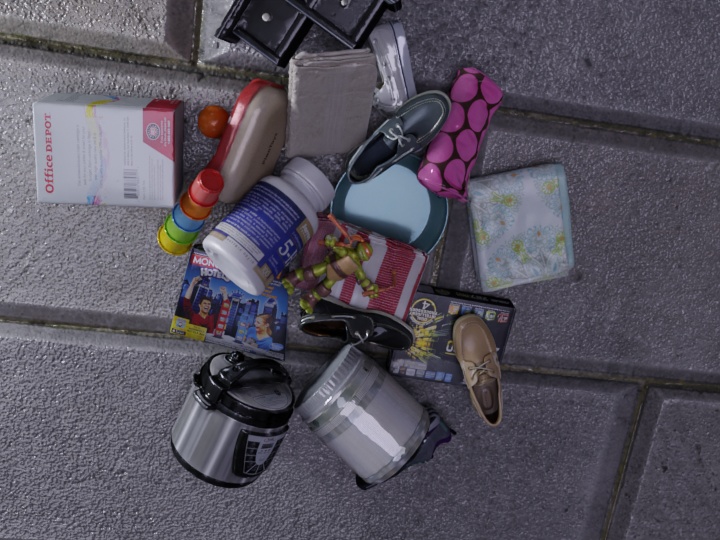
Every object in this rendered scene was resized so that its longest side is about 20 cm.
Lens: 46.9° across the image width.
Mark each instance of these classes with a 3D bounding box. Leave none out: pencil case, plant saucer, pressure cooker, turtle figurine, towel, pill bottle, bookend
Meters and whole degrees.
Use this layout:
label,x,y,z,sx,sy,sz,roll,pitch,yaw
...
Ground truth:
label,x,y,z,sx,sy,sz,roll,pitch,yaw
pencil case,0.161,-0.212,1.307,0.093,0.091,0.202,22,88,-9
plant saucer,0.046,-0.101,1.374,0.197,0.036,0.203,-2,108,-6
pressure cooker,-0.206,0.231,1.367,0.177,0.176,0.202,25,107,-10
turtle figurine,-0.044,-0.009,1.313,0.160,0.065,0.200,-30,136,14
towel,0.000,0.000,1.367,0.197,0.023,0.145,19,121,1
pill bottle,-0.134,-0.073,1.272,0.120,0.119,0.200,46,72,-18
towel,-0.047,-0.248,1.244,0.131,0.035,0.201,-7,146,-15
bookend,-0.075,-0.369,1.221,0.198,0.092,0.201,36,101,-2
towel,0.271,-0.071,1.407,0.169,0.048,0.203,-12,109,-4

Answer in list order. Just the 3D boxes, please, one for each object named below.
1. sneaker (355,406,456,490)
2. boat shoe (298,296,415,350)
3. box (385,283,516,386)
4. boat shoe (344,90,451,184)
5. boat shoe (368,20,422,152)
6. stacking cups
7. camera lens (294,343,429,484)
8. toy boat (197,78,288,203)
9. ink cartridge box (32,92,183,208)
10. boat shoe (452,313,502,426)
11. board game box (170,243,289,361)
label,x,y,z,sx,sy,sz,roll,pitch,yaw
sneaker,0.084,0.341,1.503,0.200,0.075,0.087,-43,118,10
boat shoe,-0.007,0.101,1.387,0.197,0.068,0.072,17,131,0
box,0.155,0.116,1.451,0.197,0.049,0.163,10,109,-9
boat shoe,0.055,-0.196,1.263,0.199,0.062,0.073,-33,108,25
boat shoe,0.042,-0.279,1.297,0.085,0.075,0.205,-13,106,-3
stacking cups,-0.255,-0.086,1.260,0.060,0.200,0.061,11,65,-25
camera lens,0.006,0.245,1.402,0.200,0.160,0.160,43,98,-6
toy boat,-0.196,-0.208,1.278,0.130,0.130,0.202,30,103,16
ink cartridge box,-0.369,-0.181,1.235,0.197,0.145,0.147,2,107,-8
boat shoe,0.209,0.170,1.416,0.070,0.065,0.202,-19,111,0
board game box,-0.192,0.027,1.370,0.197,0.062,0.202,16,104,-12
